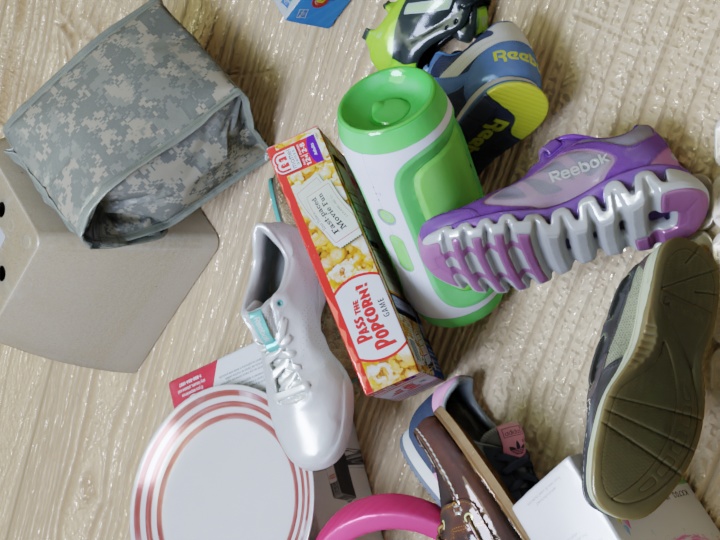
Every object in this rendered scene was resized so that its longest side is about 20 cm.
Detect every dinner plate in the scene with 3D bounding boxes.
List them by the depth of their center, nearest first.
[{"bbox_3d":[-0.114,0.195,1.120,0.200,0.024,0.201,-12,68,32],"label":"dinner plate"}]

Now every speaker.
[{"bbox_3d":[0.048,-0.050,0.989,0.088,0.088,0.200,24,150,40],"label":"speaker"}]

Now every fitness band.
[{"bbox_3d":[0.016,0.266,1.071,0.143,0.037,0.200,28,117,-4],"label":"fitness band"}]

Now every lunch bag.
[{"bbox_3d":[-0.210,-0.122,1.225,0.200,0.118,0.164,-36,58,-9],"label":"lunch bag"}]

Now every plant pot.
[{"bbox_3d":[-0.295,-0.028,1.321,0.200,0.177,0.200,55,125,28],"label":"plant pot"}]

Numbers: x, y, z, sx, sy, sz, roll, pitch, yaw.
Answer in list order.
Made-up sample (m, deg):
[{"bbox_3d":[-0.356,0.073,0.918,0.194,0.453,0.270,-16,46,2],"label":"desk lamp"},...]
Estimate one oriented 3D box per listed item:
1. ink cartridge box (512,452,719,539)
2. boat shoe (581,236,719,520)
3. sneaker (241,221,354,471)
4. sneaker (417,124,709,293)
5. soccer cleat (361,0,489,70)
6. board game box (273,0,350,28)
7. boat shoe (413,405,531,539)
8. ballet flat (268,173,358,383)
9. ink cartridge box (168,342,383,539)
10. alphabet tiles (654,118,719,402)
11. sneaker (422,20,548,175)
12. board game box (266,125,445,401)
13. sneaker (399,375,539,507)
[{"bbox_3d":[0.203,0.217,0.895,0.067,0.117,0.200,-49,60,34],"label":"ink cartridge box"},{"bbox_3d":[0.188,0.074,0.898,0.066,0.072,0.201,-38,30,64],"label":"boat shoe"},{"bbox_3d":[-0.061,0.058,1.059,0.075,0.088,0.200,-17,71,22],"label":"sneaker"},{"bbox_3d":[0.136,-0.049,0.939,0.200,0.081,0.089,-15,57,5],"label":"sneaker"},{"bbox_3d":[0.078,-0.229,1.052,0.081,0.067,0.200,40,119,16],"label":"soccer cleat"},{"bbox_3d":[-0.035,-0.350,1.153,0.196,0.056,0.200,-48,60,33],"label":"board game box"},{"bbox_3d":[0.090,0.190,0.950,0.070,0.070,0.200,-35,65,0],"label":"boat shoe"},{"bbox_3d":[-0.026,0.001,1.157,0.065,0.071,0.200,-18,80,14],"label":"ballet flat"},{"bbox_3d":[-0.076,0.172,1.180,0.144,0.084,0.200,-26,73,40],"label":"ink cartridge box"},{"bbox_3d":[0.279,-0.007,0.891,0.195,0.015,0.200,2,91,43],"label":"alphabet tiles"},{"bbox_3d":[0.071,-0.120,1.049,0.200,0.074,0.082,-32,52,46],"label":"sneaker"},{"bbox_3d":[0.000,0.000,1.048,0.046,0.151,0.200,-24,79,7],"label":"board game box"},{"bbox_3d":[0.109,0.163,1.017,0.200,0.070,0.082,45,121,31],"label":"sneaker"}]
